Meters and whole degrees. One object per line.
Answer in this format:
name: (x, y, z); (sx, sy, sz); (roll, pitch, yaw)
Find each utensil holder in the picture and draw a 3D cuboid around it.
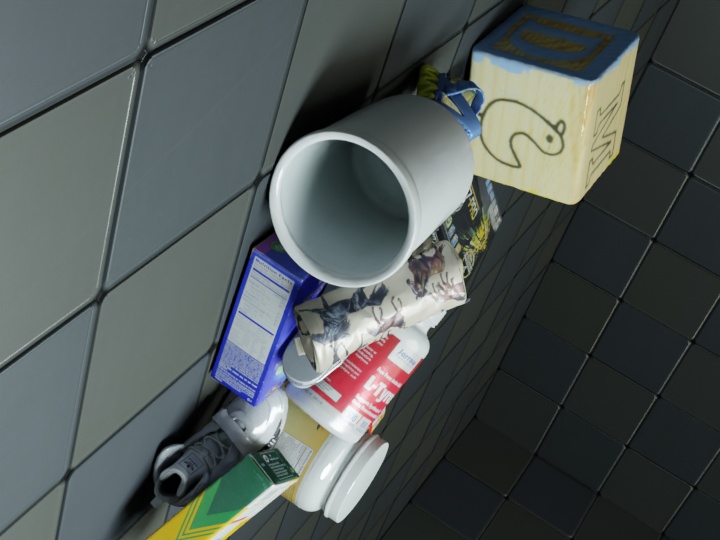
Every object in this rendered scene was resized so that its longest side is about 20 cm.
utensil holder: (0.018, -0.095, 1.345); (0.200, 0.170, 0.170); (-42, 159, -58)

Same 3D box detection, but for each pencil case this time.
pencil case: (0.020, 0.040, 1.348); (0.200, 0.078, 0.089); (-25, 166, -9)

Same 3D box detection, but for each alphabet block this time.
alphabet block: (0.274, -0.245, 1.788); (0.196, 0.195, 0.200); (-42, 144, -45)

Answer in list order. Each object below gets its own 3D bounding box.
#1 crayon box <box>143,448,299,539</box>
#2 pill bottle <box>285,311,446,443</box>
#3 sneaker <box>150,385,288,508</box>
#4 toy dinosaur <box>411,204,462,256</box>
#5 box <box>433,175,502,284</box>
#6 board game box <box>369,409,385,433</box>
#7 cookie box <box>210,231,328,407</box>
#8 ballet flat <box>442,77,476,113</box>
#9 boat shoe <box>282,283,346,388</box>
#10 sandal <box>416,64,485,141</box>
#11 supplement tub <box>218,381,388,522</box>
crayon box: (-0.176, 0.294, 1.458); (0.200, 0.052, 0.126); (-41, 169, 4)
pill bottle: (0.010, 0.102, 1.493); (0.200, 0.112, 0.112); (-51, 166, -1)
sneaker: (-0.171, 0.214, 1.470); (0.200, 0.075, 0.115); (-47, 169, 12)
toy dinosaur: (0.055, -0.020, 1.594); (0.200, 0.077, 0.102); (-52, 146, -20)
box: (0.153, -0.088, 1.911); (0.161, 0.049, 0.200); (-60, 148, -30)
board game box: (-0.032, 0.132, 1.674); (0.046, 0.151, 0.200); (-52, 164, -28)
cookie box: (-0.081, 0.035, 1.452); (0.171, 0.075, 0.200); (-40, 157, -53)
ballet flat: (0.120, -0.180, 1.726); (0.071, 0.071, 0.200); (-45, 161, -43)
boat shoe: (-0.020, 0.052, 1.421); (0.200, 0.074, 0.065); (-46, 169, -12)
sandal: (0.107, -0.177, 1.496); (0.080, 0.087, 0.200); (97, 0, -50)
supplement tub: (-0.078, 0.223, 1.599); (0.144, 0.200, 0.144); (-54, 166, -20)
